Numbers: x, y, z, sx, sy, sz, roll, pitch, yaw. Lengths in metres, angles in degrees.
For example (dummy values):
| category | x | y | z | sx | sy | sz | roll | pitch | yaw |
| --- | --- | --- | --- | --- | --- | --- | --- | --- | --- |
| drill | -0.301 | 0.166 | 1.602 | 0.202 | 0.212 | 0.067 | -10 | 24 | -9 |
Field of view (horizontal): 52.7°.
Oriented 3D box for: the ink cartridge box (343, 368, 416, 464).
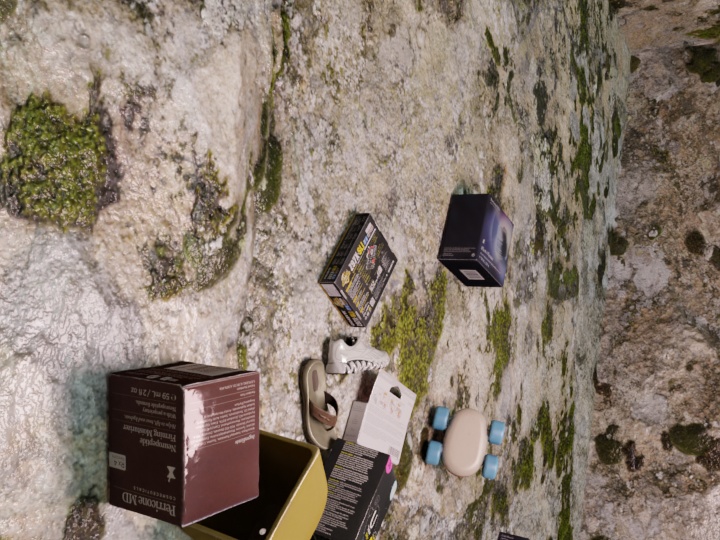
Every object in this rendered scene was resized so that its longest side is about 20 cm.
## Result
| category | x | y | z | sx | sy | sz | roll | pitch | yaw |
| --- | --- | --- | --- | --- | --- | --- | --- | --- | --- |
| ink cartridge box | 0.049 | 0.338 | 1.684 | 0.200 | 0.045 | 0.177 | 43 | 58 | -49 |

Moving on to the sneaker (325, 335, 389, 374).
| category | x | y | z | sx | sy | sz | roll | pitch | yaw |
| --- | --- | --- | --- | --- | --- | --- | --- | --- | --- |
| sneaker | -0.002 | 0.180 | 1.582 | 0.200 | 0.075 | 0.081 | 3 | 80 | -56 |

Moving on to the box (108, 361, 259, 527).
| category | x | y | z | sx | sy | sz | roll | pitch | yaw |
| --- | --- | --- | --- | --- | --- | --- | --- | --- | --- |
| box | -0.265 | 0.251 | 1.103 | 0.164 | 0.166 | 0.201 | -1 | 92 | -57 |

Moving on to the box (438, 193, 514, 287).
| category | x | y | z | sx | sy | sz | roll | pitch | yaw |
| --- | --- | --- | --- | --- | --- | --- | --- | --- | --- |
| box | 0.324 | -0.081 | 2.003 | 0.200 | 0.123 | 0.199 | 37 | 60 | -51 |

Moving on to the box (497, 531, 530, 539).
| category | x | y | z | sx | sy | sz | roll | pitch | yaw |
| --- | --- | --- | --- | --- | --- | --- | --- | --- | --- |
| box | 0.494 | 0.974 | 2.325 | 0.200 | 0.104 | 0.182 | 60 | 44 | -38 |

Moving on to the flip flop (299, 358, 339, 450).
| category | x | y | z | sx | sy | sz | roll | pitch | yaw |
| --- | --- | --- | --- | --- | --- | --- | --- | --- | --- |
| flip flop | -0.075 | 0.276 | 1.483 | 0.081 | 0.057 | 0.201 | -24 | 111 | -53 |

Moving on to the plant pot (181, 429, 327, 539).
| category | x | y | z | sx | sy | sz | roll | pitch | yaw |
| --- | --- | --- | --- | --- | --- | --- | --- | --- | --- |
| plant pot | -0.169 | 0.415 | 1.247 | 0.196 | 0.194 | 0.200 | -57 | 144 | -37 |

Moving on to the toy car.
| category | x | y | z | sx | sy | sz | roll | pitch | yaw |
| --- | --- | --- | --- | --- | --- | --- | --- | --- | --- |
| toy car | 0.277 | 0.471 | 1.962 | 0.200 | 0.184 | 0.177 | 80 | 23 | -71 |

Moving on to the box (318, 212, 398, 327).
| category | x | y | z | sx | sy | sz | roll | pitch | yaw |
| --- | --- | --- | --- | --- | --- | --- | --- | --- | --- |
| box | 0.000 | 0.000 | 1.590 | 0.160 | 0.049 | 0.200 | 55 | 49 | -39 |

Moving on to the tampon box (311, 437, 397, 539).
| category | x | y | z | sx | sy | sz | roll | pitch | yaw |
| --- | --- | --- | --- | --- | --- | --- | --- | --- | --- |
| tampon box | -0.021 | 0.477 | 1.482 | 0.150 | 0.126 | 0.200 | 78 | 32 | -49 |
